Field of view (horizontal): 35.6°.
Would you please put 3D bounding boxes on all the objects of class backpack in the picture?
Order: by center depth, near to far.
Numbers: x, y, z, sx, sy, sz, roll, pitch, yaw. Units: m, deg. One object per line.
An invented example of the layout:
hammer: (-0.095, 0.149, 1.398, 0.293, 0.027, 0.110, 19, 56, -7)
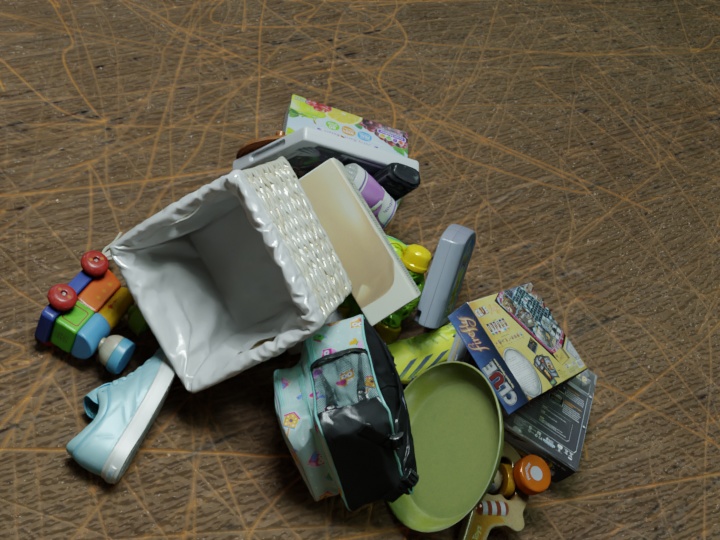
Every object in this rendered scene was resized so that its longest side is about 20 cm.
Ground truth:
backpack: (-0.018, 0.157, 1.305, 0.152, 0.177, 0.201, -13, 40, 9)

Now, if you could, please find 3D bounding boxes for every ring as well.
ring: (-0.078, -0.161, 1.596, 0.198, 0.200, 0.019, 8, 74, -20)

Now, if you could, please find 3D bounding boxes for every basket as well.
basket: (-0.140, 0.001, 1.294, 0.201, 0.197, 0.161, 62, 24, -3)

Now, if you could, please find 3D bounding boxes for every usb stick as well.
usb stick: (0.021, -0.108, 1.590, 0.055, 0.200, 0.033, 24, 68, -18)

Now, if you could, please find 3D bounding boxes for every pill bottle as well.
pill bottle: (-0.098, 0.000, 1.428, 0.112, 0.112, 0.202, -30, 95, -44)

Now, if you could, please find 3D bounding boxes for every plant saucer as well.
plant saucer: (0.100, 0.207, 1.313, 0.031, 0.200, 0.201, 22, 37, -36)

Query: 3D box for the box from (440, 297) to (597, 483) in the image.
box: (0.203, 0.152, 1.441, 0.199, 0.048, 0.159, 34, 49, -13)

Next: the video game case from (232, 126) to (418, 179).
video game case: (-0.049, -0.144, 1.573, 0.198, 0.181, 0.024, 12, 73, -36)

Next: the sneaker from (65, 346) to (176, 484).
sneaker: (-0.267, 0.143, 1.272, 0.081, 0.074, 0.201, 27, 40, -3)

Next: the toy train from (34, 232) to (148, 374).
toy train: (-0.295, 0.034, 1.363, 0.115, 0.085, 0.200, 33, 41, 0)

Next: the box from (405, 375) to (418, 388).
box: (0.174, 0.184, 1.484, 0.198, 0.036, 0.144, -12, 54, -34)

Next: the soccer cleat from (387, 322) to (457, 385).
soccer cleat: (0.098, 0.098, 1.494, 0.198, 0.084, 0.065, -11, 53, -34)

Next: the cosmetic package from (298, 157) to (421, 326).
cosmetic package: (-0.006, -0.035, 1.400, 0.201, 0.071, 0.105, 58, 5, 3)

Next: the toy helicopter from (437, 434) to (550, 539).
toy helicopter: (0.135, 0.284, 1.330, 0.132, 0.079, 0.201, 35, 54, -12)

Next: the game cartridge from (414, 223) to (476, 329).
game cartridge: (0.117, 0.005, 1.497, 0.040, 0.135, 0.200, 15, 5, 9)

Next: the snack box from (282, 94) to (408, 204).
snack box: (-0.026, -0.184, 1.741, 0.198, 0.053, 0.143, 16, 44, -11)

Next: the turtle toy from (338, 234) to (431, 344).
turtle toy: (0.000, 0.000, 1.518, 0.198, 0.147, 0.101, 23, 18, -5)

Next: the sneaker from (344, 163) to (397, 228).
sneaker: (-0.034, -0.078, 1.569, 0.114, 0.199, 0.073, 35, 62, -33)

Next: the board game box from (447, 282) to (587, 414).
board game box: (0.196, 0.090, 1.376, 0.136, 0.035, 0.199, 58, 29, 12)
